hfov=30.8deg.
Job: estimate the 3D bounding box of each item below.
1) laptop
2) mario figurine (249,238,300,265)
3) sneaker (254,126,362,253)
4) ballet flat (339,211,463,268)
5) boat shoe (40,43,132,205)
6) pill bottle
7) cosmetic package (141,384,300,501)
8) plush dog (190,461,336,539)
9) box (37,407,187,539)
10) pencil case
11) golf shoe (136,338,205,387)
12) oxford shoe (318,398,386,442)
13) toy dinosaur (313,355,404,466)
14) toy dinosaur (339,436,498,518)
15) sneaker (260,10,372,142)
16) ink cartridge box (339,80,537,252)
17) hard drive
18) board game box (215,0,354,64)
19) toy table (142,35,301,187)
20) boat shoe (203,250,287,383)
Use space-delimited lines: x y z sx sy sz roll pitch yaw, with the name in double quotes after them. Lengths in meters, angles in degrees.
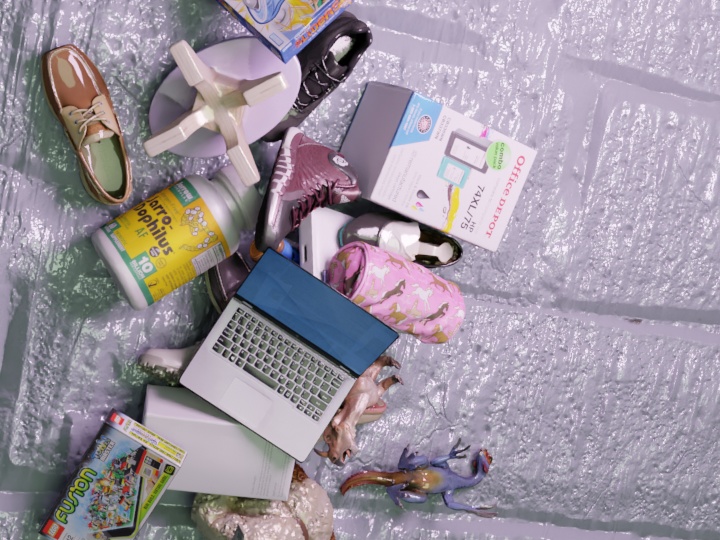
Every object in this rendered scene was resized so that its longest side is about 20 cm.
-0.089 0.105 1.561 0.187 0.116 0.201 34 87 -5 "laptop"
-0.070 0.028 1.690 0.199 0.105 0.124 26 75 -47 "mario figurine"
-0.056 -0.089 1.578 0.115 0.201 0.076 18 138 -7 "sneaker"
0.062 -0.037 1.680 0.199 0.068 0.069 4 96 -48 "ballet flat"
-0.316 -0.171 1.553 0.075 0.074 0.201 -27 111 -15 "boat shoe"
-0.219 -0.047 1.603 0.199 0.113 0.113 -32 113 -13 "pill bottle"
-0.182 0.219 1.665 0.198 0.081 0.114 10 114 -9 "cosmetic package"
-0.106 0.345 1.741 0.171 0.160 0.201 -34 115 -38 "plush dog"
-0.309 0.277 1.624 0.110 0.035 0.201 31 115 -6 "box"
0.046 0.031 1.632 0.086 0.083 0.199 -36 141 30 "pencil case"
-0.191 0.108 1.688 0.199 0.078 0.098 11 76 -27 "golf shoe"
-0.063 0.202 1.760 0.198 0.071 0.074 -2 111 -13 "oxford shoe"
-0.021 0.150 1.708 0.135 0.200 0.086 -37 112 13 "toy dinosaur"
0.104 0.283 1.856 0.181 0.199 0.106 14 82 -59 "toy dinosaur"
-0.061 -0.243 1.636 0.076 0.091 0.201 38 87 -29 "sneaker"
0.093 -0.135 1.696 0.199 0.146 0.148 21 94 -27 "ink cartridge box"
0.000 0.000 1.676 0.199 0.027 0.133 17 62 -45 "hard drive"
-0.109 -0.355 1.548 0.135 0.200 0.034 -44 159 -8 "board game box"
-0.166 -0.198 1.554 0.200 0.117 0.184 -37 106 11 "toy table"
-0.136 0.055 1.654 0.071 0.066 0.202 -18 85 -35 "boat shoe"
